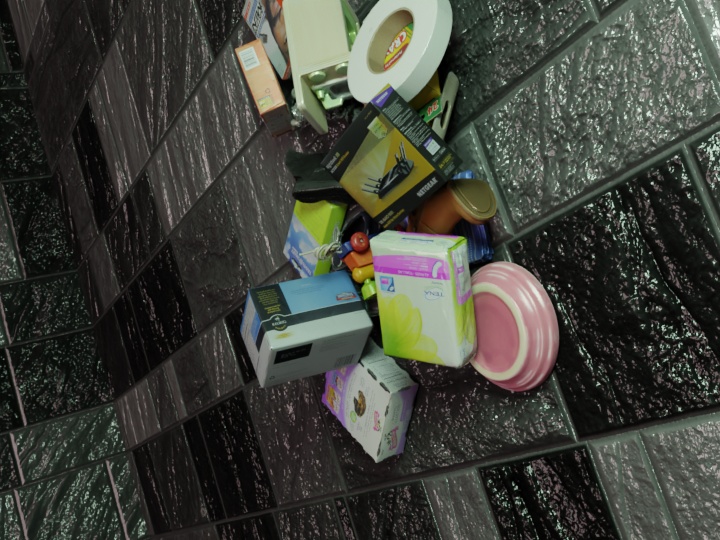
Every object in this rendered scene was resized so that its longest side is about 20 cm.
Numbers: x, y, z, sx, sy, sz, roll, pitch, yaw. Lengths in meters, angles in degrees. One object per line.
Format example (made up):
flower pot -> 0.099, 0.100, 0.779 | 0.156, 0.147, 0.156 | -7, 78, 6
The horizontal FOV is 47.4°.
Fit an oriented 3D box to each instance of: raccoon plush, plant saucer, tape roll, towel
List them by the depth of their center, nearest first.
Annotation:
tape roll -> 0.056, -0.339, 1.239 | 0.202, 0.037, 0.206 | -29, 50, 42
plant saucer -> 0.217, 0.090, 1.270 | 0.199, 0.050, 0.204 | 21, 117, 50
towel -> 0.136, -0.071, 1.361 | 0.199, 0.024, 0.147 | -18, 84, 56
raccoon plush -> -0.065, -0.284, 1.534 | 0.202, 0.096, 0.135 | 59, 149, 25

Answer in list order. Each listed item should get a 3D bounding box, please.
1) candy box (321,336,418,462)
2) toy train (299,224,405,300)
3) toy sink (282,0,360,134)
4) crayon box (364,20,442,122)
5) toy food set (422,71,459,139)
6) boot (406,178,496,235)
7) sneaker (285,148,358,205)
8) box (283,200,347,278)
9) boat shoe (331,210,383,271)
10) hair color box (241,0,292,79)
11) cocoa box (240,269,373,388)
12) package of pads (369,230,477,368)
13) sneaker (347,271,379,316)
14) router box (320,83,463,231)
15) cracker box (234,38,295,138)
candy box -> 0.014, 0.237, 1.585 | 0.200, 0.071, 0.170 | 41, 131, 42
toy train -> 0.000, 0.000, 1.421 | 0.117, 0.197, 0.085 | 68, 155, 9
toy sink -> -0.049, -0.356, 1.397 | 0.110, 0.130, 0.204 | -13, 74, 14
crayon box -> 0.061, -0.302, 1.286 | 0.126, 0.050, 0.203 | -34, 48, 38
toy food set -> 0.072, -0.221, 1.314 | 0.199, 0.060, 0.146 | -19, 49, 56
boot -> 0.137, -0.079, 1.283 | 0.201, 0.072, 0.157 | -122, 39, -51
sneaker -> -0.062, -0.184, 1.566 | 0.197, 0.060, 0.106 | 2, 61, 26
box -> -0.094, -0.084, 1.665 | 0.122, 0.047, 0.202 | 50, 137, 36
boat shoe -> -0.014, -0.054, 1.547 | 0.200, 0.061, 0.076 | -41, 67, 52
hair color box -> -0.158, -0.488, 1.623 | 0.201, 0.063, 0.111 | 57, 140, 25
cocoa box -> -0.101, 0.103, 1.478 | 0.132, 0.197, 0.134 | 63, 151, 31
package of pads -> 0.101, 0.044, 1.273 | 0.153, 0.068, 0.203 | 7, 114, 36
sneaker -> 0.014, 0.042, 1.526 | 0.199, 0.074, 0.081 | 1, 99, 55
router box -> 0.042, -0.162, 1.237 | 0.157, 0.052, 0.200 | 45, 149, -3
cracker box -> -0.183, -0.350, 1.608 | 0.200, 0.057, 0.136 | 66, -178, -86
